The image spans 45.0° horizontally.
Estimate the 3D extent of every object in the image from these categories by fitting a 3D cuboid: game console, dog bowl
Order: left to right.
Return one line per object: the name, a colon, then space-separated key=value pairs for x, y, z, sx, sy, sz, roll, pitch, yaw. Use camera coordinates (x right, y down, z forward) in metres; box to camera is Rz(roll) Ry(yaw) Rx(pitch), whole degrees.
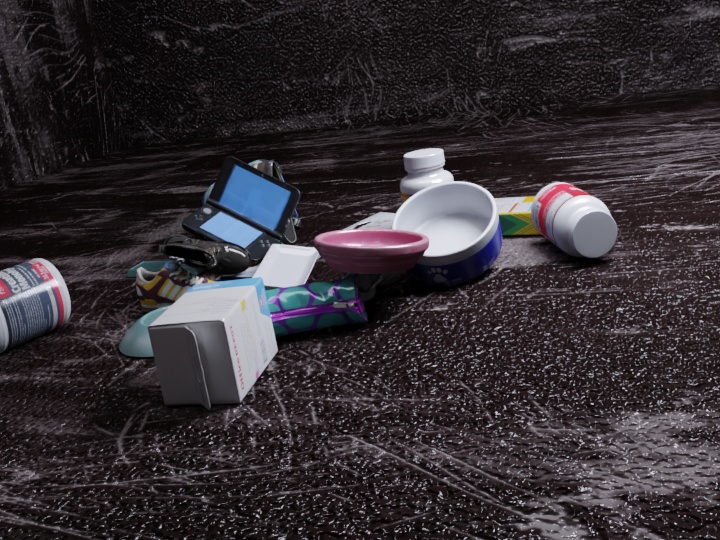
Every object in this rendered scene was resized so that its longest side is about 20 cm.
game console: x=-0.258 y=-0.132 z=1.878 sx=0.197 sy=0.120 sz=0.172 roll=26 pitch=35 yaw=13
dog bowl: x=0.160 y=-0.069 z=1.600 sx=0.196 sy=0.080 sz=0.202 roll=-12 pitch=42 yaw=11

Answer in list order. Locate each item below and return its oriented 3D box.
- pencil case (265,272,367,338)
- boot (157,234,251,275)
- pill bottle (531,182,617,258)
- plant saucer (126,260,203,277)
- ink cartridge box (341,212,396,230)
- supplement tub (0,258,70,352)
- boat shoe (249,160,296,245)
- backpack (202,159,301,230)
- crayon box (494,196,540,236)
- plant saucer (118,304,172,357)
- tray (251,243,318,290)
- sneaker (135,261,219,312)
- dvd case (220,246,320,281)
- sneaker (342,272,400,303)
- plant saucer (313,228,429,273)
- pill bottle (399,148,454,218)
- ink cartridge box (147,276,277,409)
pencil case: x=-0.090 y=0.062 z=1.443 sx=0.196 sy=0.087 sz=0.092 roll=-11 pitch=4 yaw=-2
boot: x=-0.300 y=-0.023 z=1.691 sx=0.196 sy=0.071 sz=0.174 roll=10 pitch=4 yaw=-17
pill bottle: x=0.397 y=-0.091 z=1.612 sx=0.110 sy=0.114 sz=0.200 roll=-11 pitch=18 yaw=-4
plant saucer: x=-0.433 y=-0.006 z=1.961 sx=0.196 sy=0.019 sz=0.070 roll=-2 pitch=19 yaw=25
ink cartridge box: x=0.048 y=-0.074 z=1.866 sx=0.172 sy=0.044 sz=0.199 roll=6 pitch=24 yaw=42
supplement tub: x=-0.662 y=0.071 z=1.632 sx=0.139 sy=0.143 sz=0.199 roll=5 pitch=23 yaw=40
boat shoe: x=-0.185 y=-0.150 z=1.954 sx=0.065 sy=0.204 sz=0.072 roll=-14 pitch=14 yaw=32
backpack: x=-0.270 y=-0.148 z=2.049 sx=0.198 sy=0.186 sz=0.147 roll=-27 pitch=19 yaw=-18
crayon box: x=0.357 y=-0.115 z=1.813 sx=0.197 sy=0.053 sz=0.126 roll=-2 pitch=19 yaw=26
plant saucer: x=-0.336 y=0.096 z=1.550 sx=0.197 sy=0.039 sz=0.201 roll=-8 pitch=17 yaw=3
tray: x=-0.148 y=-0.002 z=1.735 sx=0.105 sy=0.023 sz=0.201 roll=7 pitch=25 yaw=6
sneaker: x=-0.345 y=0.028 z=1.681 sx=0.196 sy=0.092 sz=0.075 roll=-6 pitch=17 yaw=14
dvd case: x=-0.183 y=-0.012 z=1.839 sx=0.140 sy=0.018 sz=0.199 roll=2 pitch=22 yaw=32
sneaker: x=0.000 y=0.000 z=1.586 sx=0.076 sy=0.088 sz=0.199 roll=0 pitch=20 yaw=31
plant saucer: x=0.019 y=-0.033 z=1.479 sx=0.196 sy=0.052 sz=0.201 roll=-1 pitch=11 yaw=0
pill bottle: x=0.138 y=-0.137 z=1.746 sx=0.110 sy=0.204 sz=0.112 roll=-9 pitch=17 yaw=3
ink cartridge box: x=-0.220 y=0.108 z=1.295 sx=0.123 sy=0.131 sz=0.200 roll=-5 pitch=17 yaw=16
